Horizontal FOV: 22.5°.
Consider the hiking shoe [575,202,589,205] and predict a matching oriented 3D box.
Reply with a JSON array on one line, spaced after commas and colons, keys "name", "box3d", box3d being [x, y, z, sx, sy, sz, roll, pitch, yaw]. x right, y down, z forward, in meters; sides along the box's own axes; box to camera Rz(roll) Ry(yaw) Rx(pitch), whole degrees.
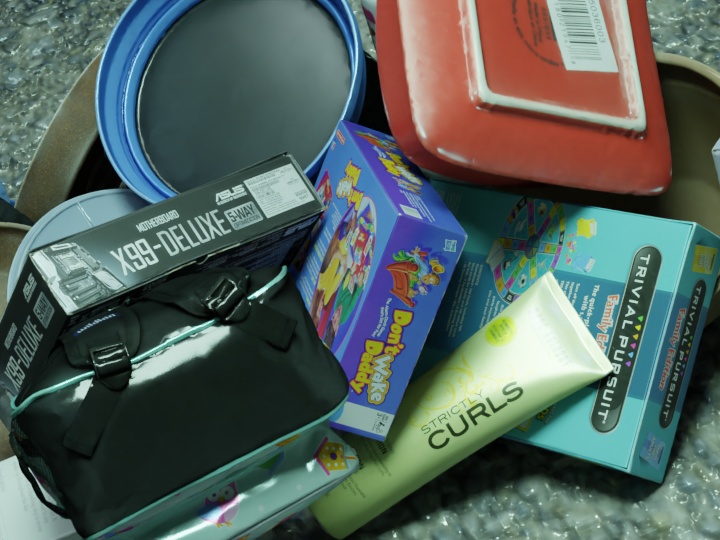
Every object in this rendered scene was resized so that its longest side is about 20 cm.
[{"name": "hiking shoe", "box3d": [0.088, 0.005, 1.254, 0.199, 0.075, 0.087, -17, 60, -8]}]

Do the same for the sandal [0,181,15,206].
[{"name": "sandal", "box3d": [-0.322, -0.009, 1.447, 0.079, 0.087, 0.201, -8, 36, 14]}]

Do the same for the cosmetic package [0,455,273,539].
[{"name": "cosmetic package", "box3d": [-0.167, 0.155, 1.134, 0.199, 0.072, 0.102, -23, 34, -6]}]

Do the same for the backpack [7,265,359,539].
[{"name": "backpack", "box3d": [-0.103, 0.083, 1.007, 0.175, 0.154, 0.200, -30, 13, -15]}]

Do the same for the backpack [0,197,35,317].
[{"name": "backpack", "box3d": [-0.305, 0.037, 1.302, 0.200, 0.167, 0.126, -41, 3, -37]}]

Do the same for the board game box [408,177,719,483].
[{"name": "board game box", "box3d": [0.112, 0.033, 1.124, 0.199, 0.047, 0.152, 13, 84, 39]}]

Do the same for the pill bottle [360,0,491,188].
[{"name": "pill bottle", "box3d": [0.076, -0.138, 1.332, 0.113, 0.201, 0.114, -12, 33, 8]}]

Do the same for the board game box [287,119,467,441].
[{"name": "board game box", "box3d": [0.000, 0.000, 1.124, 0.044, 0.135, 0.200, 17, 16, -16]}]

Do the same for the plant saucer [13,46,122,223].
[{"name": "plant saucer", "box3d": [-0.218, -0.089, 1.451, 0.034, 0.201, 0.201, 28, 44, 4]}]

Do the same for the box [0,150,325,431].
[{"name": "box", "box3d": [-0.134, 0.015, 1.151, 0.199, 0.158, 0.050, -24, 72, -34]}]

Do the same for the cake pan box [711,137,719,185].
[{"name": "cake pan box", "box3d": [0.285, -0.045, 1.106, 0.052, 0.185, 0.200, 2, 38, 36]}]

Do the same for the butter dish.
[{"name": "butter dish", "box3d": [0.079, -0.127, 1.146, 0.198, 0.201, 0.148, 6, -24, -31]}]

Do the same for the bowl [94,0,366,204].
[{"name": "bowl", "box3d": [-0.088, -0.128, 1.258, 0.199, 0.039, 0.202, -6, 72, 19]}]

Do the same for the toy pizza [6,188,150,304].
[{"name": "toy pizza", "box3d": [-0.149, 0.033, 1.253, 0.199, 0.032, 0.201, 12, 56, -19]}]

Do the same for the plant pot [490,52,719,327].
[{"name": "plant pot", "box3d": [0.188, -0.033, 1.183, 0.200, 0.093, 0.202, -14, 65, 31]}]

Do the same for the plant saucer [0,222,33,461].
[{"name": "plant saucer", "box3d": [-0.236, 0.066, 1.230, 0.037, 0.200, 0.201, -36, 11, 48]}]

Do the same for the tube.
[{"name": "tube", "box3d": [0.052, 0.085, 1.089, 0.199, 0.058, 0.052, -35, 12, 9]}]

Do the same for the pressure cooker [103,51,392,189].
[{"name": "pressure cooker", "box3d": [-0.089, -0.099, 1.384, 0.199, 0.176, 0.179, 12, 62, 40]}]
